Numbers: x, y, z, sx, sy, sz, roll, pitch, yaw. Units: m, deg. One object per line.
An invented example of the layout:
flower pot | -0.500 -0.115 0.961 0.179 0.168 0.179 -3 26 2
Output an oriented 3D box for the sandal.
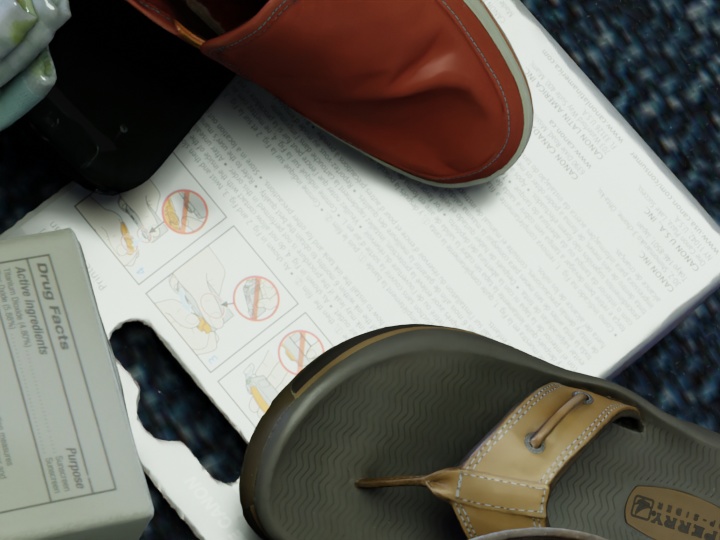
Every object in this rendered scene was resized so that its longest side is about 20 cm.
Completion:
sandal | 0.059 0.071 0.792 0.199 0.055 0.082 19 90 -25

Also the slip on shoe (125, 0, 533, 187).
slip on shoe | -0.027 -0.082 0.776 0.200 0.074 0.061 38 34 -28

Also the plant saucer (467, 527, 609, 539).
plant saucer | 0.044 0.176 0.747 0.200 0.032 0.201 4 83 -36

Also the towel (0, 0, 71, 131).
towel | -0.187 -0.083 0.759 0.048 0.200 0.172 11 50 -60

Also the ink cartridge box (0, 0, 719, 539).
ink cartridge box | 0.000 0.000 0.848 0.200 0.050 0.161 -39 81 -12

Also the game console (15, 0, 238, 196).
game console | -0.104 -0.139 0.863 0.176 0.116 0.200 45 62 -15

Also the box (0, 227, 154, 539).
box | -0.168 0.058 0.718 0.199 0.078 0.095 -9 68 -22
